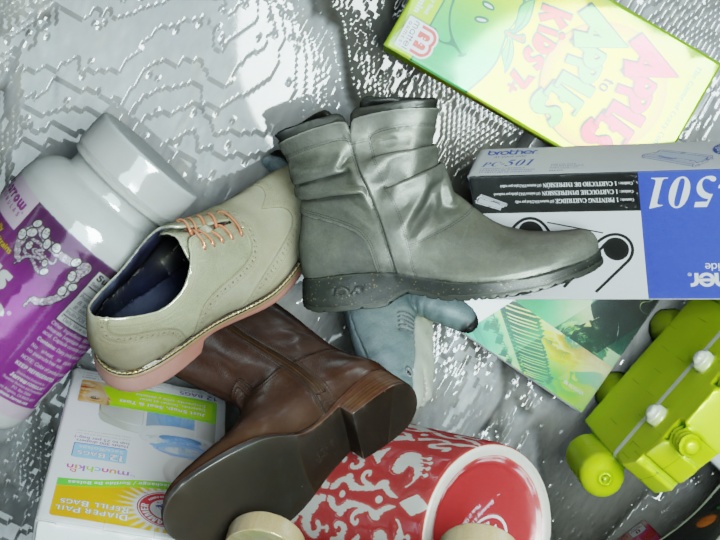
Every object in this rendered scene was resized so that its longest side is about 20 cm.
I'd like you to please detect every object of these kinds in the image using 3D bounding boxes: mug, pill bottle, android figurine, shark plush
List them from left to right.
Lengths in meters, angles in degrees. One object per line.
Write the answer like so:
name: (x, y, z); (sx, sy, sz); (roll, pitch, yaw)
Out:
pill bottle: (-0.203, -0.003, 0.998); (0.112, 0.112, 0.200); (42, 93, -11)
shark plush: (0.000, 0.000, 1.023); (0.091, 0.083, 0.201); (-27, 85, 42)
mug: (0.010, 0.177, 0.980); (0.133, 0.199, 0.179); (27, 73, -36)
android figurine: (0.210, 0.078, 1.013); (0.041, 0.200, 0.182); (40, 95, -7)

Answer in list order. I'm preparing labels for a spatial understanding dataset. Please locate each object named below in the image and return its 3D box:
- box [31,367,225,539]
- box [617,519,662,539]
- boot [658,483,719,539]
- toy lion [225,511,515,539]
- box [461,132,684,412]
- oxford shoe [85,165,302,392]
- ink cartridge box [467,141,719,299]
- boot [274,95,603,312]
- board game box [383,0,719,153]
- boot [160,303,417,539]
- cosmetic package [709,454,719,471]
box: (-0.149, 0.159, 0.978); (0.112, 0.200, 0.102); (11, 111, -7)
box: (0.167, 0.287, 1.094); (0.200, 0.100, 0.096); (-38, 102, 2)
boot: (0.249, 0.235, 1.009); (0.200, 0.072, 0.145); (-33, 99, -25)
toy lion: (-0.003, 0.228, 0.887); (0.199, 0.069, 0.192); (1, 132, 12)
box: (0.151, -0.021, 1.073); (0.144, 0.036, 0.201); (33, 95, -10)
oxford shoe: (-0.091, -0.008, 0.966); (0.071, 0.074, 0.200); (32, 63, 26)
ink cartridge box: (0.174, -0.031, 0.983); (0.199, 0.044, 0.095); (0, 119, 19)
boot: (0.048, -0.047, 0.950); (0.199, 0.068, 0.132); (-5, 96, 6)
board game box: (0.125, -0.143, 1.014); (0.199, 0.048, 0.102); (30, 94, -2)
boot: (-0.091, 0.082, 0.967); (0.186, 0.200, 0.065); (-23, 123, -31)
cosmetic package: (0.330, 0.075, 1.092); (0.102, 0.074, 0.200); (43, 95, -11)
